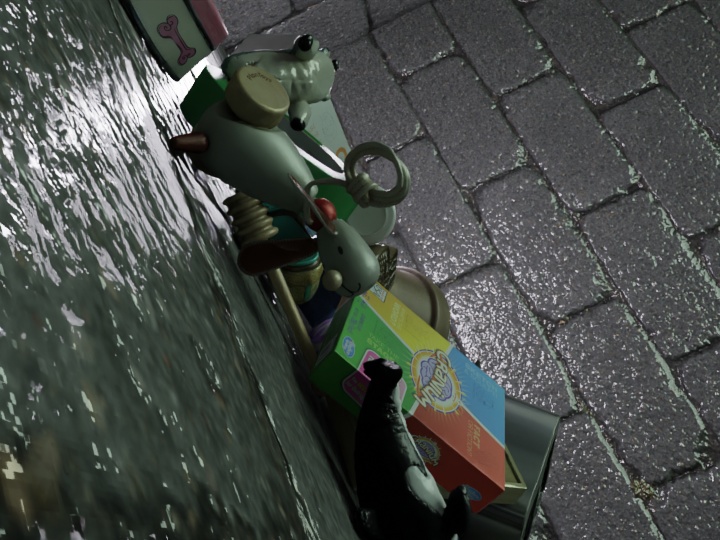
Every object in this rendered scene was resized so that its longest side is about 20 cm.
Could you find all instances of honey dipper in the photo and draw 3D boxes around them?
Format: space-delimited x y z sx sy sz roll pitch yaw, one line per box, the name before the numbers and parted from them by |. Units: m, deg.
honey dipper | -0.068 0.022 0.653 0.038 0.037 0.203 -123 -171 -83

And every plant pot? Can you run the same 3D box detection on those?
plant pot | 0.013 0.060 1.075 0.174 0.199 0.202 41 16 -45

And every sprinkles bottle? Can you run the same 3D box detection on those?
sprinkles bottle | -0.002 -0.070 0.880 0.069 0.067 0.200 64 -2 -7

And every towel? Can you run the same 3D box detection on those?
towel | -0.033 0.056 0.908 0.202 0.048 0.111 59 22 3

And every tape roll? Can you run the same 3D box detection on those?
tape roll | -0.084 -0.122 0.716 0.199 0.048 0.201 38 11 -9

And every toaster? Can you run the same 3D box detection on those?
toaster | 0.150 0.251 0.839 0.181 0.117 0.203 -50 148 -48

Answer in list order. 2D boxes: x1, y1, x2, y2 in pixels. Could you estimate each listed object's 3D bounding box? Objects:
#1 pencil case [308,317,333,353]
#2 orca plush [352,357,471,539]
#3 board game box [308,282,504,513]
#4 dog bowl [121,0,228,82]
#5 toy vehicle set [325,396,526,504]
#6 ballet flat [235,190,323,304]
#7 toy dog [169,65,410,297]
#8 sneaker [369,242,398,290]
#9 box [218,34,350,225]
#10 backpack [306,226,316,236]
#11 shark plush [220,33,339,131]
pencil case | 0.012 0.137 0.815 0.084 0.085 0.203 0 -64 67
orca plush | 0.027 0.175 0.557 0.071 0.104 0.204 -18 108 -53
board game box | 0.053 0.109 0.683 0.199 0.040 0.154 40 27 -10
dog bowl | -0.199 -0.296 0.706 0.200 0.073 0.203 90 -26 -89
toy vehicle set | 0.064 0.164 0.714 0.197 0.027 0.125 16 33 -31
ballet flat | -0.089 -0.041 0.754 0.201 0.070 0.071 61 -3 43
toy dog | -0.070 -0.061 0.549 0.199 0.096 0.133 35 -52 17
sneaker | 0.000 0.000 0.878 0.200 0.074 0.072 -11 107 -81
box | -0.101 -0.175 0.906 0.096 0.125 0.201 12 -36 33
backpack | -0.044 -0.046 1.234 0.200 0.152 0.177 47 -11 52
shark plush | -0.070 -0.224 0.770 0.201 0.082 0.092 -58 157 -55
